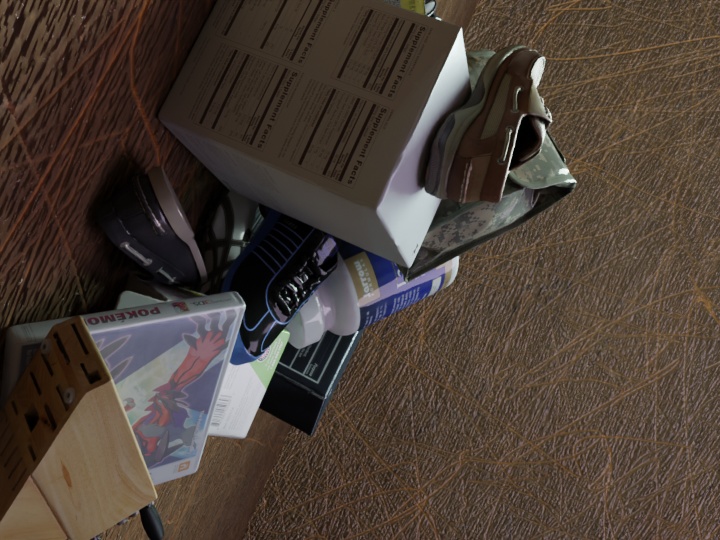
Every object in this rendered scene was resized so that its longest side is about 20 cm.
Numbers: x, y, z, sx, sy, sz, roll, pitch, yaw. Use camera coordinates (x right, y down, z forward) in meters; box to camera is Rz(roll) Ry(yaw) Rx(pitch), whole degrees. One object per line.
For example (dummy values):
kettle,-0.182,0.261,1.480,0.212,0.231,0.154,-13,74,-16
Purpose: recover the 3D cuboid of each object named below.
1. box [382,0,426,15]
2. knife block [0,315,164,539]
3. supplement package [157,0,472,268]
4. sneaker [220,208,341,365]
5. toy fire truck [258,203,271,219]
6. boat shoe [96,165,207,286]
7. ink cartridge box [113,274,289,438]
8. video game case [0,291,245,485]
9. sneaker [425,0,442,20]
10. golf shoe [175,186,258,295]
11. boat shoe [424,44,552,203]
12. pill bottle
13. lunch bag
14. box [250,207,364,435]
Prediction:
box,0.037,-0.254,0.835,0.200,0.049,0.077,-101,-177,-76
knife block,-0.187,0.141,0.576,0.174,0.064,0.202,18,113,-53
supplement package,-0.026,-0.126,0.643,0.154,0.196,0.152,-64,162,-8
sneaker,-0.065,-0.002,0.713,0.071,0.076,0.203,57,38,-37
toy fire truck,-0.061,-0.123,0.848,0.167,0.110,0.206,-28,127,-59
boat shoe,-0.171,-0.025,0.647,0.062,0.074,0.200,-25,169,-11
ink cartridge box,-0.170,0.079,0.707,0.198,0.067,0.119,23,93,-50
video game case,-0.192,0.112,0.615,0.179,0.023,0.203,-9,132,-40
sneaker,0.063,-0.341,1.001,0.078,0.137,0.204,110,-1,-58
golf shoe,-0.134,-0.008,0.828,0.078,0.093,0.204,72,41,-81
boat shoe,0.119,-0.117,0.638,0.201,0.070,0.077,-55,158,-37
pill bottle,0.000,0.000,0.844,0.197,0.117,0.117,-25,157,-23
lunch bag,0.093,-0.112,0.757,0.196,0.167,0.118,-26,160,-3
box,-0.095,0.053,0.937,0.202,0.195,0.124,-61,174,-33
